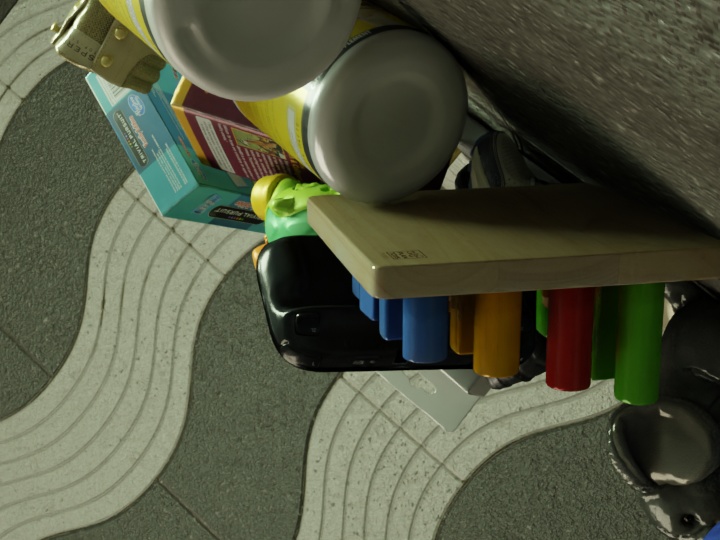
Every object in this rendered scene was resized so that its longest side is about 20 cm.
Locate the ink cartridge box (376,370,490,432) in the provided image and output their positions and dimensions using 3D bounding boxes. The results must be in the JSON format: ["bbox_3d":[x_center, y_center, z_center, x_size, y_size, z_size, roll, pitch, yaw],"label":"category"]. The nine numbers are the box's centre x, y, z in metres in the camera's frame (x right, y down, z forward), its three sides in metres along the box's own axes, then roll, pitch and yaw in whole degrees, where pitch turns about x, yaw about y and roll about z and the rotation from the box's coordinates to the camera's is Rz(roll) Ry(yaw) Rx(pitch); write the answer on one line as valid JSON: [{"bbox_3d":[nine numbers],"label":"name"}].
[{"bbox_3d":[0.091,0.028,1.060,0.116,0.200,0.068,38,-177,19],"label":"ink cartridge box"}]

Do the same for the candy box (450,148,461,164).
[{"bbox_3d":[-0.002,-0.169,1.081,0.200,0.056,0.117,37,-176,-40],"label":"candy box"}]

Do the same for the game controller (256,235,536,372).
[{"bbox_3d":[0.027,0.021,0.848,0.199,0.042,0.104,2,-134,-26],"label":"game controller"}]

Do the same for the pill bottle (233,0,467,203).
[{"bbox_3d":[-0.024,-0.131,0.823,0.112,0.112,0.200,35,-176,-40],"label":"pill bottle"}]

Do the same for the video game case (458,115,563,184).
[{"bbox_3d":[0.164,-0.057,1.051,0.200,0.023,0.182,39,-177,22],"label":"video game case"}]

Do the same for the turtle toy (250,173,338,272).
[{"bbox_3d":[0.000,0.000,0.955,0.146,0.101,0.200,2,156,48],"label":"turtle toy"}]

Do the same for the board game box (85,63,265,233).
[{"bbox_3d":[-0.141,-0.111,1.120,0.151,0.047,0.200,59,-160,18],"label":"board game box"}]

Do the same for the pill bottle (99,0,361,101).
[{"bbox_3d":[-0.088,-0.170,0.662,0.111,0.111,0.200,36,-177,-36],"label":"pill bottle"}]

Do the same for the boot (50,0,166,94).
[{"bbox_3d":[-0.154,-0.205,0.812,0.073,0.156,0.200,39,-177,19],"label":"boot"}]

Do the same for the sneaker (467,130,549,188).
[{"bbox_3d":[0.157,-0.027,0.917,0.077,0.085,0.200,-17,-106,-57],"label":"sneaker"}]

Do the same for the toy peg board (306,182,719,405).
[{"bbox_3d":[0.082,0.015,0.745,0.199,0.098,0.200,-4,-166,-12],"label":"toy peg board"}]

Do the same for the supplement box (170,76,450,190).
[{"bbox_3d":[-0.033,-0.114,0.970,0.199,0.086,0.110,18,163,13],"label":"supplement box"}]

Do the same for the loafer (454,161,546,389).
[{"bbox_3d":[0.102,0.000,0.970,0.068,0.070,0.201,26,-140,-40],"label":"loafer"}]

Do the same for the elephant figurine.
[{"bbox_3d":[0.245,0.132,0.911,0.141,0.200,0.155,36,-176,-28],"label":"elephant figurine"}]

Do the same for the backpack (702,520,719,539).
[{"bbox_3d":[0.315,0.194,0.766,0.162,0.200,0.168,40,174,-2],"label":"backpack"}]

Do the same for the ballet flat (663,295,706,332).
[{"bbox_3d":[0.291,0.074,1.018,0.200,0.070,0.069,36,-176,-33],"label":"ballet flat"}]
